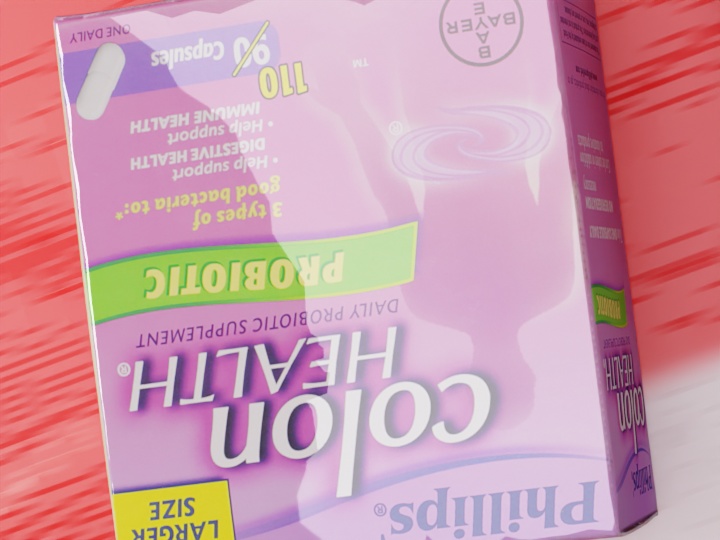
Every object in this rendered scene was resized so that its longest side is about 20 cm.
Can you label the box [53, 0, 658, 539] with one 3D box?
[{"bbox_3d":[0.000,0.000,0.953,0.175,0.097,0.201,-7,89,14],"label":"box"}]
